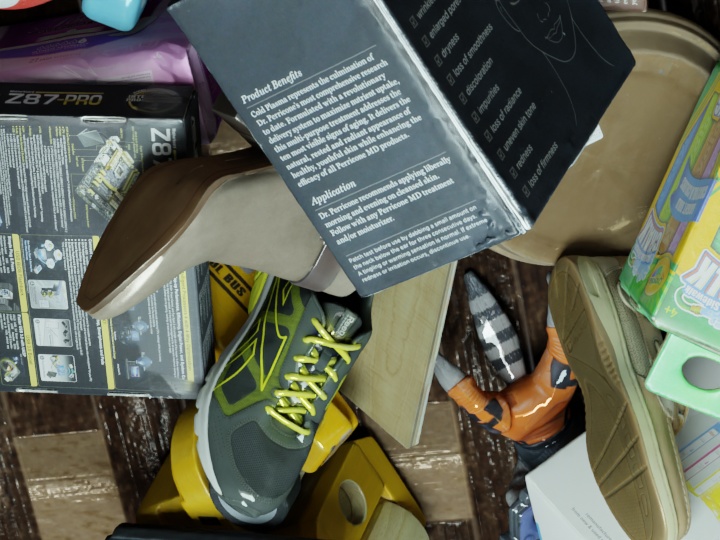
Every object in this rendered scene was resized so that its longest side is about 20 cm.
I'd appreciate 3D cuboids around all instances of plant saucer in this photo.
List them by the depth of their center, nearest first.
[{"bbox_3d":[0.148,-0.075,1.635,0.199,0.030,0.201,-10,133,-11],"label":"plant saucer"}]

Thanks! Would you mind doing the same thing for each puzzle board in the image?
[{"bbox_3d":[0.000,0.000,1.685,0.151,0.017,0.201,40,139,29],"label":"puzzle board"}]

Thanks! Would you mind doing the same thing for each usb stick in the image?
[{"bbox_3d":[-0.085,0.196,1.731,0.199,0.033,0.056,0,128,36],"label":"usb stick"}]

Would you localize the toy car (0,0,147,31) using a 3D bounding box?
[{"bbox_3d":[-0.201,-0.233,1.506,0.183,0.200,0.178,20,100,-1],"label":"toy car"}]

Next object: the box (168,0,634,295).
[{"bbox_3d":[0.028,-0.130,1.446,0.124,0.200,0.197,-21,110,35],"label":"box"}]

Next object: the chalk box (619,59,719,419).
[{"bbox_3d":[0.238,-0.006,1.564,0.124,0.124,0.201,21,99,-8],"label":"chalk box"}]

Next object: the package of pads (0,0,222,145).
[{"bbox_3d":[-0.180,-0.114,1.640,0.199,0.121,0.076,-9,114,12],"label":"package of pads"}]

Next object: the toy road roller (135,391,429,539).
[{"bbox_3d":[-0.060,0.170,1.804,0.146,0.123,0.200,-20,116,34],"label":"toy road roller"}]

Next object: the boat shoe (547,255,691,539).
[{"bbox_3d":[0.176,0.078,1.629,0.064,0.201,0.071,-4,156,-23],"label":"boat shoe"}]

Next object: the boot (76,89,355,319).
[{"bbox_3d":[-0.057,-0.025,1.540,0.146,0.070,0.200,36,93,-39],"label":"boot"}]

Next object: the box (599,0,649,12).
[{"bbox_3d":[0.079,-0.220,1.575,0.199,0.075,0.101,5,122,2],"label":"box"}]

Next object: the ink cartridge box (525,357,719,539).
[{"bbox_3d":[0.228,0.147,1.695,0.200,0.125,0.129,-35,145,-13],"label":"ink cartridge box"}]

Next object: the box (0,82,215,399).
[{"bbox_3d":[-0.175,-0.017,1.598,0.160,0.049,0.201,2,121,8],"label":"box"}]

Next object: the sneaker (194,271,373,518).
[{"bbox_3d":[-0.041,0.054,1.609,0.074,0.201,0.084,28,152,-28],"label":"sneaker"}]

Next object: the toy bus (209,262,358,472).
[{"bbox_3d":[-0.076,0.035,1.700,0.200,0.078,0.065,45,156,5],"label":"toy bus"}]

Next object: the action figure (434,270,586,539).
[{"bbox_3d":[0.145,0.081,1.758,0.200,0.105,0.194,-34,122,-8],"label":"action figure"}]
